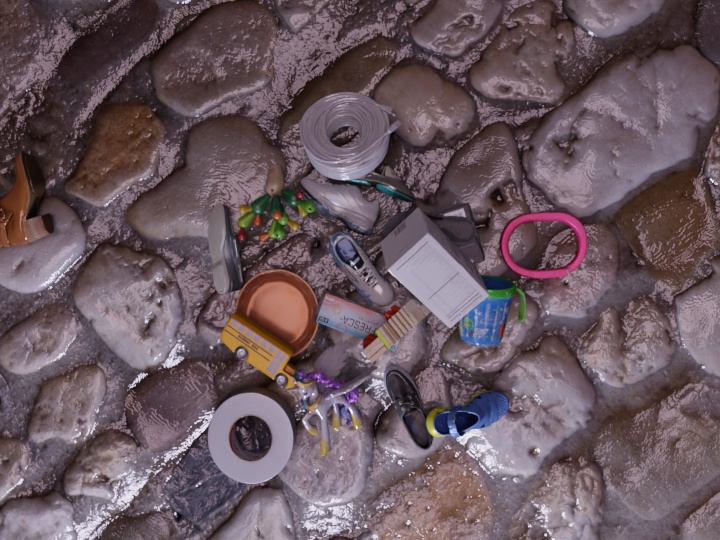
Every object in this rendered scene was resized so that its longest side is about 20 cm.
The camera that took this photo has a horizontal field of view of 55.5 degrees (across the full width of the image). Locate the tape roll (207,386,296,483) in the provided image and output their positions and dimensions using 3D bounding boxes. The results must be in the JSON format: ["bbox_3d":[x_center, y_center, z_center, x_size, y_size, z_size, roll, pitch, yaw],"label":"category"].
[{"bbox_3d":[-0.245,0.373,1.559,0.194,0.066,0.207,0,92,2],"label":"tape roll"}]

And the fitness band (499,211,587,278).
[{"bbox_3d":[0.409,-0.057,1.532,0.194,0.037,0.148,-3,92,1],"label":"fitness band"}]

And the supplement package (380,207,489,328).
[{"bbox_3d":[0.148,-0.004,1.372,0.113,0.110,0.199,-40,117,16],"label":"supplement package"}]

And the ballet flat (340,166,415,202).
[{"bbox_3d":[0.036,-0.210,1.525,0.195,0.067,0.065,17,86,1],"label":"ballet flat"}]

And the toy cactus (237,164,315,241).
[{"bbox_3d":[-0.195,-0.153,1.519,0.196,0.101,0.170,-16,69,31],"label":"toy cactus"}]

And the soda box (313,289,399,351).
[{"bbox_3d":[-0.002,0.111,1.523,0.196,0.064,0.070,22,92,-10],"label":"soda box"}]

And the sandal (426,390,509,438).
[{"bbox_3d":[0.248,0.324,1.516,0.195,0.087,0.082,-19,90,-16],"label":"sandal"}]

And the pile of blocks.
[{"bbox_3d":[0.071,0.115,1.454,0.200,0.082,0.062,-43,84,25],"label":"pile of blocks"}]

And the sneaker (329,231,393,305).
[{"bbox_3d":[0.000,0.000,1.532,0.072,0.072,0.201,-41,92,1],"label":"sneaker"}]

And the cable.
[{"bbox_3d":[-0.033,-0.296,1.494,0.198,0.070,0.201,35,74,17],"label":"cable"}]

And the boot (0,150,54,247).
[{"bbox_3d":[-0.796,-0.156,1.555,0.150,0.074,0.206,-13,89,7],"label":"boot"}]

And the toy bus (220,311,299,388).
[{"bbox_3d":[-0.214,0.179,1.514,0.197,0.065,0.079,33,92,1],"label":"toy bus"}]

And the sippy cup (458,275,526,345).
[{"bbox_3d":[0.269,0.089,1.503,0.174,0.139,0.134,9,104,25],"label":"sippy cup"}]

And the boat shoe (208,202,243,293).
[{"bbox_3d":[-0.302,-0.051,1.556,0.061,0.072,0.206,-2,84,-41],"label":"boat shoe"}]

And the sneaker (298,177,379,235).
[{"bbox_3d":[-0.047,-0.158,1.537,0.197,0.075,0.089,29,76,-2],"label":"sneaker"}]

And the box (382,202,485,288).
[{"bbox_3d":[0.157,-0.056,1.503,0.195,0.115,0.136,-17,90,2],"label":"box"}]

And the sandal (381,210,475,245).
[{"bbox_3d":[0.141,-0.087,1.420,0.194,0.048,0.078,-2,92,2],"label":"sandal"}]

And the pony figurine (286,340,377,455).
[{"bbox_3d":[-0.060,0.272,1.504,0.191,0.165,0.204,-32,120,-25],"label":"pony figurine"}]

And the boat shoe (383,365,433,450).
[{"bbox_3d":[0.112,0.311,1.547,0.067,0.057,0.204,-27,91,3],"label":"boat shoe"}]

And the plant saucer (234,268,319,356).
[{"bbox_3d":[-0.187,0.099,1.560,0.194,0.037,0.207,0,93,2],"label":"plant saucer"}]
